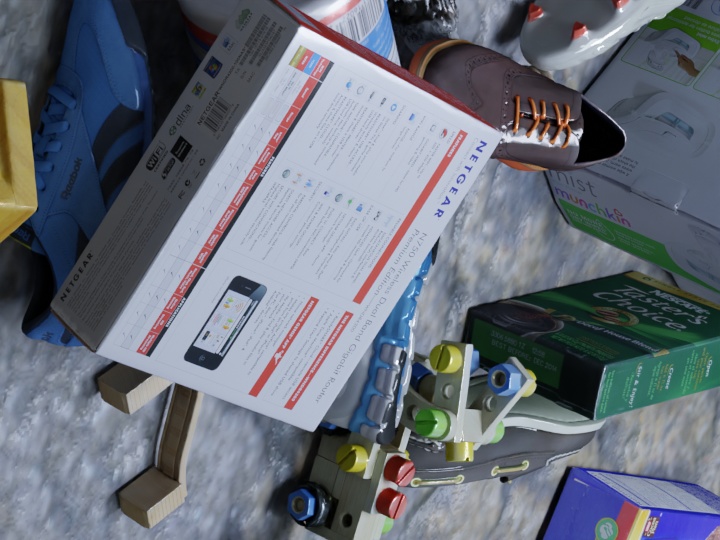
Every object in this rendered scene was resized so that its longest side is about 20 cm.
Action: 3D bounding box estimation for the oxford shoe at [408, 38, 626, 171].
[{"bbox_3d":[0.094,-0.098,1.591,0.200,0.072,0.072,6,91,-58],"label":"oxford shoe"}]

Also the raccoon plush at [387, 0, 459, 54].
[{"bbox_3d":[0.075,-0.195,1.529,0.097,0.134,0.200,-51,143,-18],"label":"raccoon plush"}]

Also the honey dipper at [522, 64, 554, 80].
[{"bbox_3d":[0.046,-0.110,1.638,0.199,0.038,0.038,-3,115,-47],"label":"honey dipper"}]

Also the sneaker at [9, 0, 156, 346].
[{"bbox_3d":[-0.151,-0.054,1.396,0.078,0.066,0.201,-5,110,-18],"label":"sneaker"}]

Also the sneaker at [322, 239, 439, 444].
[{"bbox_3d":[0.000,0.000,1.615,0.075,0.086,0.201,70,34,-73],"label":"sneaker"}]

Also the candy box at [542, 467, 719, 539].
[{"bbox_3d":[0.207,0.248,2.031,0.200,0.077,0.170,12,102,-53],"label":"candy box"}]

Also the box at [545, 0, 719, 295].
[{"bbox_3d":[0.254,-0.083,1.775,0.177,0.200,0.097,-51,143,-18],"label":"box"}]

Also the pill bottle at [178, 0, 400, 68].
[{"bbox_3d":[-0.030,-0.097,1.480,0.112,0.112,0.201,-41,140,-28],"label":"pill bottle"}]

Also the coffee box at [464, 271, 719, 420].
[{"bbox_3d":[0.177,0.049,1.831,0.199,0.123,0.044,-10,116,-47],"label":"coffee box"}]

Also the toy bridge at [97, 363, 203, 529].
[{"bbox_3d":[-0.121,0.056,1.534,0.067,0.027,0.201,-36,137,-33],"label":"toy bridge"}]

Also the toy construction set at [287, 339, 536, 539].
[{"bbox_3d":[0.021,0.131,1.670,0.092,0.131,0.201,31,82,-53],"label":"toy construction set"}]

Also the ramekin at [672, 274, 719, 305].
[{"bbox_3d":[0.315,-0.046,1.963,0.200,0.098,0.201,-29,132,-38],"label":"ramekin"}]

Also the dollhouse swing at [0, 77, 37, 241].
[{"bbox_3d":[-0.278,-0.082,1.229,0.182,0.176,0.200,-37,158,32],"label":"dollhouse swing"}]

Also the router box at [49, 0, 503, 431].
[{"bbox_3d":[-0.042,-0.027,1.399,0.179,0.049,0.200,25,101,-48],"label":"router box"}]

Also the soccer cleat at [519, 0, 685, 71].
[{"bbox_3d":[0.178,-0.183,1.730,0.200,0.069,0.078,-46,144,-28],"label":"soccer cleat"}]

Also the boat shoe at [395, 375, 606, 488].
[{"bbox_3d":[0.087,0.113,1.803,0.201,0.072,0.061,2,115,-45],"label":"boat shoe"}]
